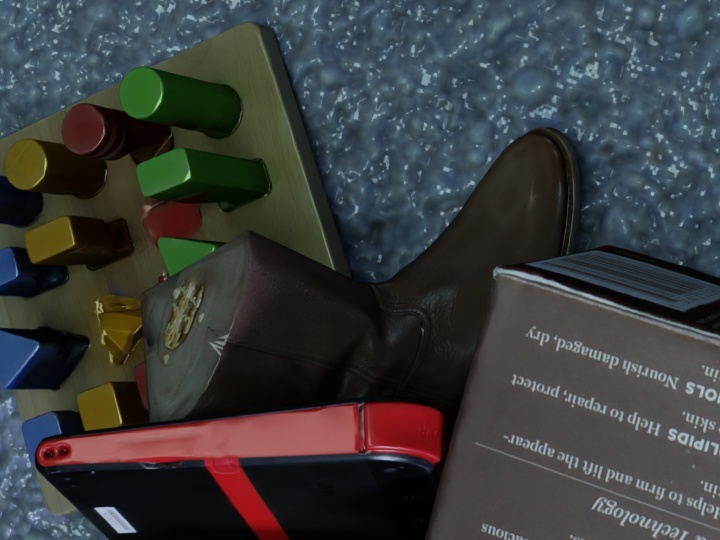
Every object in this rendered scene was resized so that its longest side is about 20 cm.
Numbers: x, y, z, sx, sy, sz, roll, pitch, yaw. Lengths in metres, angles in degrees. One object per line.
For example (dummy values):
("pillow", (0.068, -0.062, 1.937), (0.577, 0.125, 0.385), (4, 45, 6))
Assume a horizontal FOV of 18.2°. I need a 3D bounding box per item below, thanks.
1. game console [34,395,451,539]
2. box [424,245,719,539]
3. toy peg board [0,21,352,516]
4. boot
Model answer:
("game console", (-0.043, 0.099, 1.038), (0.176, 0.200, 0.031), (-3, 70, 6))
("box", (0.134, 0.108, 1.004), (0.164, 0.166, 0.201), (17, 101, 20))
("toy peg board", (-0.120, 0.000, 1.126), (0.198, 0.098, 0.201), (-22, 78, 22))
("boot", (0.000, 0.000, 1.027), (0.064, 0.200, 0.187), (26, 96, 46))
